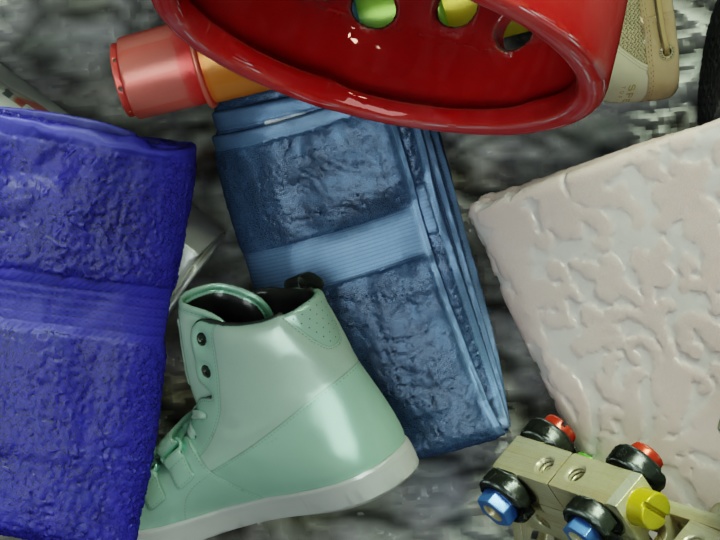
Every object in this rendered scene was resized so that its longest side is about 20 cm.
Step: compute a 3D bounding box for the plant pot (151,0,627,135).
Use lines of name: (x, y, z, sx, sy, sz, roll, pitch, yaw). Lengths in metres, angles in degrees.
plant pot: (0.027, -0.174, 1.229, 0.200, 0.200, 0.183, 15, 75, 5)

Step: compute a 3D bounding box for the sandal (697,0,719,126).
sandal: (0.201, -0.148, 1.342, 0.045, 0.075, 0.201, 16, 99, -7)

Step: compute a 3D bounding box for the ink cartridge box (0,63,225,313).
ink cartridge box: (-0.188, -0.014, 1.408, 0.200, 0.083, 0.145, 36, 103, 1)

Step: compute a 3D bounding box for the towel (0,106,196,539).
towel: (-0.160, 0.026, 1.327, 0.147, 0.050, 0.201, 8, 94, -4)

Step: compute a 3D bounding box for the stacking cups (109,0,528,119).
stacking cups: (-0.017, -0.109, 1.353, 0.199, 0.061, 0.061, -17, 98, 7)

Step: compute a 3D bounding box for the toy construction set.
toy construction set: (0.123, 0.141, 1.369, 0.200, 0.092, 0.131, -2, 134, 43)

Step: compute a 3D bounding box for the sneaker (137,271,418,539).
sneaker: (-0.075, 0.065, 1.391, 0.200, 0.074, 0.118, -16, 104, 33)

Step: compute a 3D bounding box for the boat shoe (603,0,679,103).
boat shoe: (0.119, -0.178, 1.351, 0.064, 0.071, 0.201, -1, 96, -12)

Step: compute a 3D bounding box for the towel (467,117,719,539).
towel: (0.164, 0.031, 1.361, 0.191, 0.032, 0.200, -20, 98, 37)

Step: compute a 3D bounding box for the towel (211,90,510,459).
towel: (0.000, 0.000, 1.404, 0.111, 0.049, 0.201, -14, 98, 10)

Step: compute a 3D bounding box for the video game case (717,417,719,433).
video game case: (0.276, 0.112, 1.275, 0.181, 0.036, 0.200, -2, 143, 33)
